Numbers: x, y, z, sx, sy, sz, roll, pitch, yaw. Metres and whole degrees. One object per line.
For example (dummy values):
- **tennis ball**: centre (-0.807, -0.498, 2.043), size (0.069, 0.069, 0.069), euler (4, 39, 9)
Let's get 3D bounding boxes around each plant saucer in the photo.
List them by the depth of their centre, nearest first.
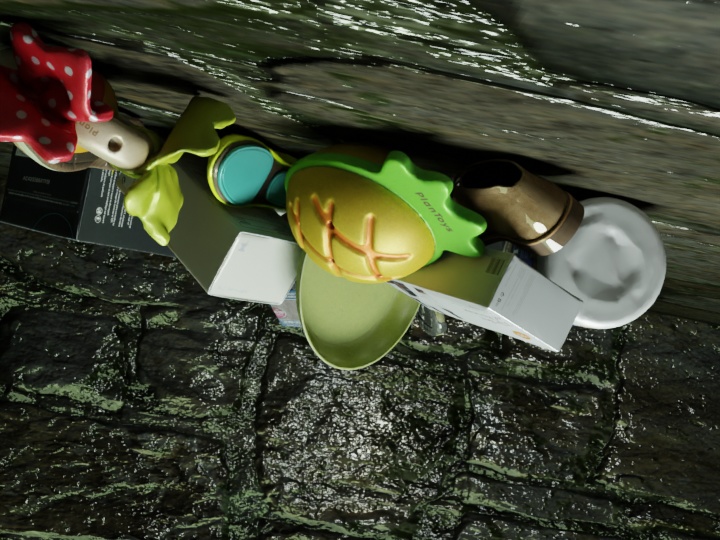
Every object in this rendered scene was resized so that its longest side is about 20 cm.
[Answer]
- **plant saucer**: centre (0.000, 0.000, 0.948), size (0.031, 0.202, 0.199), euler (16, -178, 40)

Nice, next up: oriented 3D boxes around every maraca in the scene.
- **maraca**: centre (0.015, -0.047, 0.753), size (0.137, 0.107, 0.199), euler (41, 156, -30)

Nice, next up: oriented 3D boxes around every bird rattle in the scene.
- **bird rattle**: centre (-0.198, -0.102, 0.651), size (0.163, 0.113, 0.199), euler (32, -170, 41)

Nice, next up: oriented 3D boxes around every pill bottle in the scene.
- **pill bottle**: centre (0.194, -0.006, 0.872), size (0.110, 0.112, 0.200), euler (11, 179, -5)

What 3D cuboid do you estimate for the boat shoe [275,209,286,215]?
- **boat shoe**: centre (-0.108, -0.086, 1.051), size (0.199, 0.071, 0.071), euler (8, 174, 23)

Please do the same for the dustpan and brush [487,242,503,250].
- **dustpan and brush**: centre (0.086, -0.042, 0.953), size (0.057, 0.140, 0.200), euler (-22, 130, 20)

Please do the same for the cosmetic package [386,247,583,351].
- **cosmetic package**: centre (0.091, 0.013, 0.799), size (0.082, 0.051, 0.200), euler (28, 175, -26)

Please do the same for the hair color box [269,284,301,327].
- **hair color box**: centre (-0.017, -0.006, 1.193), size (0.200, 0.061, 0.100), euler (-37, -161, -29)

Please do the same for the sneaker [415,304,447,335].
- **sneaker**: centre (0.105, -0.006, 1.105), size (0.088, 0.201, 0.077), euler (-2, 133, 3)

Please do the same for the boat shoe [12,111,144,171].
- **boat shoe**: centre (-0.265, -0.127, 0.819), size (0.076, 0.072, 0.200), euler (23, -179, 10)

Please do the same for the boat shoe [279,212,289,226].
- **boat shoe**: centre (-0.015, -0.022, 1.022), size (0.072, 0.069, 0.199), euler (-22, 166, 37)

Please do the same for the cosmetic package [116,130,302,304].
- **cosmetic package**: centre (-0.150, -0.056, 0.942), size (0.103, 0.073, 0.200), euler (13, -154, -49)

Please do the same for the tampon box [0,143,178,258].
- **tampon box**: centre (-0.302, -0.094, 1.139), size (0.149, 0.127, 0.200), euler (11, 180, 32)

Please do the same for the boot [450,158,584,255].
- **boot**: centre (0.099, -0.061, 0.775), size (0.075, 0.074, 0.200), euler (37, 169, -20)

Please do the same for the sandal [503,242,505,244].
- **sandal**: centre (0.083, -0.048, 1.055), size (0.199, 0.076, 0.048), euler (13, -164, -38)

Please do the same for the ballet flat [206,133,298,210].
- **ballet flat**: centre (-0.107, -0.096, 0.901), size (0.067, 0.067, 0.200), euler (33, -171, 21)
